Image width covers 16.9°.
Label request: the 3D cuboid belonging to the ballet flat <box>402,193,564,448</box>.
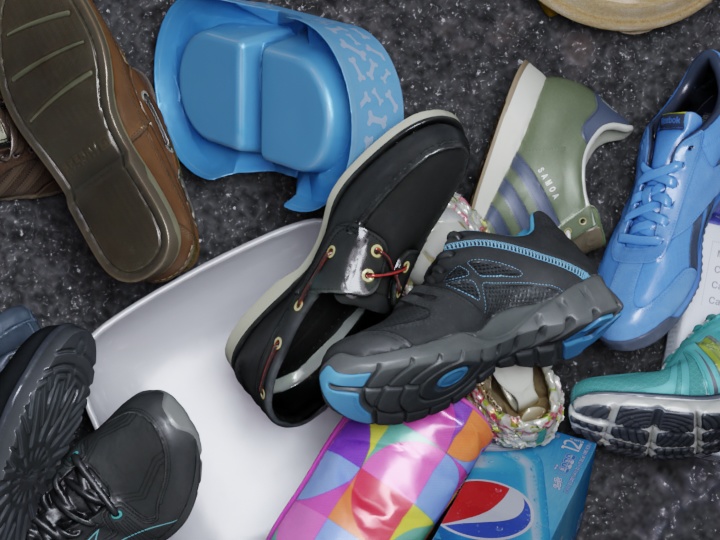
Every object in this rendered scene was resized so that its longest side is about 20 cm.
[{"bbox_3d":[0.063,0.014,1.426,0.075,0.064,0.200,-34,91,-9],"label":"ballet flat"}]

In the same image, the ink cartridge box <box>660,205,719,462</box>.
[{"bbox_3d":[0.294,0.033,1.535,0.198,0.041,0.201,12,82,-7],"label":"ink cartridge box"}]

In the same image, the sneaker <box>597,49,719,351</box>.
[{"bbox_3d":[0.184,-0.046,1.486,0.066,0.079,0.201,11,60,35],"label":"sneaker"}]

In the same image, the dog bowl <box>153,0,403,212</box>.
[{"bbox_3d":[-0.047,-0.103,1.431,0.049,0.200,0.112,-10,110,-36],"label":"dog bowl"}]

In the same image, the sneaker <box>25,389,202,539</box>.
[{"bbox_3d":[-0.160,0.144,1.379,0.076,0.200,0.079,51,35,16],"label":"sneaker"}]

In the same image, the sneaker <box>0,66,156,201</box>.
[{"bbox_3d":[-0.214,-0.074,1.453,0.199,0.076,0.071,-21,87,-10],"label":"sneaker"}]

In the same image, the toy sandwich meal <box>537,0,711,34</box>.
[{"bbox_3d":[0.157,-0.248,1.536,0.204,0.070,0.206,0,88,-11],"label":"toy sandwich meal"}]

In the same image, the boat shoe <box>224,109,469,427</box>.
[{"bbox_3d":[0.002,0.001,1.368,0.073,0.063,0.202,22,112,-43],"label":"boat shoe"}]

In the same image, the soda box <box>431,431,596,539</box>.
[{"bbox_3d":[0.078,0.167,1.406,0.064,0.200,0.068,16,121,13],"label":"soda box"}]

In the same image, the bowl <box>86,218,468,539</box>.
[{"bbox_3d":[-0.054,0.090,1.460,0.199,0.075,0.201,-28,88,-10],"label":"bowl"}]

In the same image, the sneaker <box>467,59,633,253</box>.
[{"bbox_3d":[0.107,-0.025,1.499,0.089,0.067,0.201,20,78,-1],"label":"sneaker"}]

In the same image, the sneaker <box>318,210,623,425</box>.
[{"bbox_3d":[0.050,0.026,1.348,0.199,0.073,0.082,-16,67,-37],"label":"sneaker"}]

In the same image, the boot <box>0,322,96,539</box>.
[{"bbox_3d":[-0.263,0.073,1.358,0.199,0.066,0.166,23,87,23],"label":"boot"}]

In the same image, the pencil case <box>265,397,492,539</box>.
[{"bbox_3d":[-0.008,0.147,1.384,0.088,0.088,0.200,37,78,-3],"label":"pencil case"}]

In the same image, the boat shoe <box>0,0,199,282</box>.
[{"bbox_3d":[-0.154,-0.085,1.426,0.072,0.068,0.201,-22,85,21],"label":"boat shoe"}]

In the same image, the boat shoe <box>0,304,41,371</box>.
[{"bbox_3d":[-0.264,0.093,1.421,0.200,0.075,0.062,-35,66,13],"label":"boat shoe"}]

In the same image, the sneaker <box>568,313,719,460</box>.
[{"bbox_3d":[0.219,0.065,1.476,0.199,0.078,0.080,-9,65,-10],"label":"sneaker"}]
